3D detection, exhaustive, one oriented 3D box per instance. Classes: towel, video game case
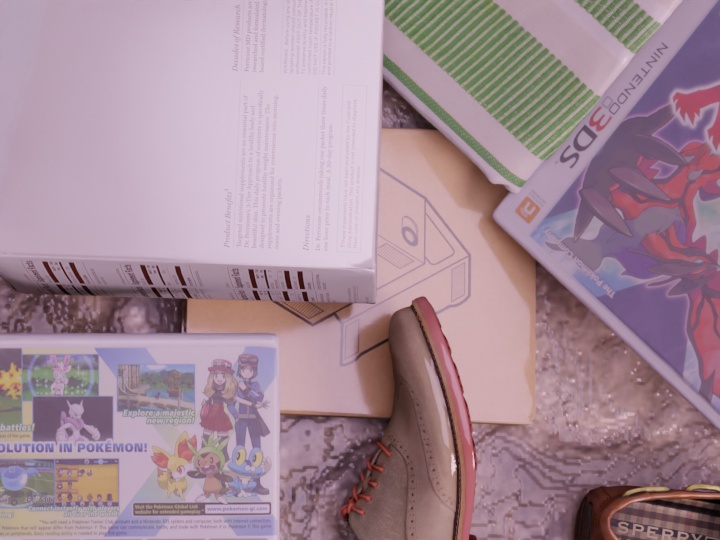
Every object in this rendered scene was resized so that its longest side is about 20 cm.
[{"bbox_3d":[0.094,-0.161,1.556,0.153,0.023,0.200,44,106,17],"label":"towel"},{"bbox_3d":[0.194,-0.035,1.530,0.200,0.023,0.182,44,104,22],"label":"video game case"},{"bbox_3d":[-0.140,0.123,1.457,0.199,0.022,0.183,0,91,-3],"label":"video game case"}]

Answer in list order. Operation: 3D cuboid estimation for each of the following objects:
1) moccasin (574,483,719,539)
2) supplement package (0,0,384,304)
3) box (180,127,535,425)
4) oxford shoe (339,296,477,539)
[{"bbox_3d":[0.221,0.152,1.589,0.200,0.078,0.074,16,80,-11],"label":"moccasin"},{"bbox_3d":[-0.087,-0.086,1.487,0.199,0.147,0.192,2,82,0],"label":"supplement package"},{"bbox_3d":[0.000,0.000,1.583,0.199,0.021,0.164,3,82,-12],"label":"box"},{"bbox_3d":[0.025,0.116,1.539,0.074,0.070,0.201,-6,96,-3],"label":"oxford shoe"}]
